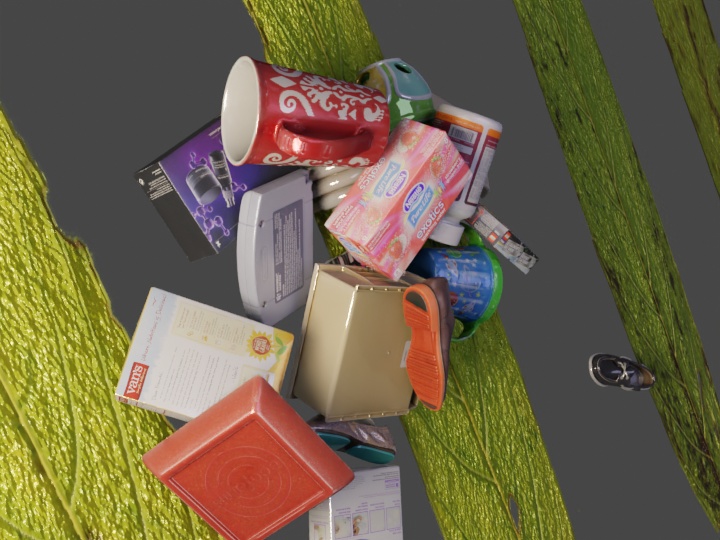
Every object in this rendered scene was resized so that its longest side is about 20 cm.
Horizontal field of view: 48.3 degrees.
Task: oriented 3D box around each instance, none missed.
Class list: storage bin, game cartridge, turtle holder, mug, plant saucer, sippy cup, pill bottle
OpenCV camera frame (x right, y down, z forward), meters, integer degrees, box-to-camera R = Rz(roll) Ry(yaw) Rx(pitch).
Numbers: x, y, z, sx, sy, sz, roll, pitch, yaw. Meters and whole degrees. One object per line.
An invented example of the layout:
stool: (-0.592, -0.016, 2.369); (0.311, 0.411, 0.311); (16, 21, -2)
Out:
storage bin: (0.014, 0.104, 1.180); (0.196, 0.093, 0.204); (4, 104, -43)
game cartridge: (-0.117, -0.028, 1.116); (0.133, 0.040, 0.204); (-35, 133, -52)
turtle holder: (0.033, -0.265, 1.304); (0.183, 0.141, 0.134); (-19, 95, -22)
mug: (-0.065, -0.180, 1.054); (0.197, 0.134, 0.180); (2, 55, -31)
plant saucer: (-0.139, 0.256, 0.999); (0.201, 0.198, 0.037); (49, 15, -23)
sippy cup: (0.150, 0.018, 1.360); (0.128, 0.140, 0.180); (8, 48, -30)
pill bottle: (0.144, -0.150, 1.272); (0.108, 0.109, 0.203); (9, 103, -41)

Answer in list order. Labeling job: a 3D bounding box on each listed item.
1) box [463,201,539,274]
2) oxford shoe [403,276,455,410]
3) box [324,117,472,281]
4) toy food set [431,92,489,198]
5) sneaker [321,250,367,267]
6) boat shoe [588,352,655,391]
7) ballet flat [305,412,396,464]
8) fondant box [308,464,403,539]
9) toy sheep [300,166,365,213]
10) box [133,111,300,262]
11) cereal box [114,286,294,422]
box: (0.207, -0.087, 1.380); (0.040, 0.200, 0.136); (-48, 142, 9)
oxford shoe: (0.111, 0.107, 1.157); (0.072, 0.071, 0.204); (-25, 122, -39)
box: (0.056, -0.103, 1.152); (0.201, 0.094, 0.103); (-53, 135, -9)
toy food set: (0.157, -0.226, 1.467); (0.198, 0.060, 0.146); (20, 57, -40)
sneaker: (0.000, 0.000, 1.244); (0.200, 0.087, 0.075); (-41, 108, -39)
boat shoe: (0.567, 0.222, 1.740); (0.198, 0.060, 0.075); (23, 67, -37)
ballet flat: (-0.026, 0.238, 1.198); (0.199, 0.068, 0.068); (28, 44, -41)
fondant box: (-0.005, 0.395, 1.178); (0.143, 0.058, 0.204); (6, 76, -42)
toy sheep: (-0.038, -0.161, 1.213); (0.137, 0.137, 0.203); (-26, 99, -42)
box: (-0.188, -0.129, 1.107); (0.200, 0.078, 0.143); (-46, 115, -38)
cereal box: (-0.195, 0.121, 1.022); (0.197, 0.040, 0.146); (20, 66, -11)
